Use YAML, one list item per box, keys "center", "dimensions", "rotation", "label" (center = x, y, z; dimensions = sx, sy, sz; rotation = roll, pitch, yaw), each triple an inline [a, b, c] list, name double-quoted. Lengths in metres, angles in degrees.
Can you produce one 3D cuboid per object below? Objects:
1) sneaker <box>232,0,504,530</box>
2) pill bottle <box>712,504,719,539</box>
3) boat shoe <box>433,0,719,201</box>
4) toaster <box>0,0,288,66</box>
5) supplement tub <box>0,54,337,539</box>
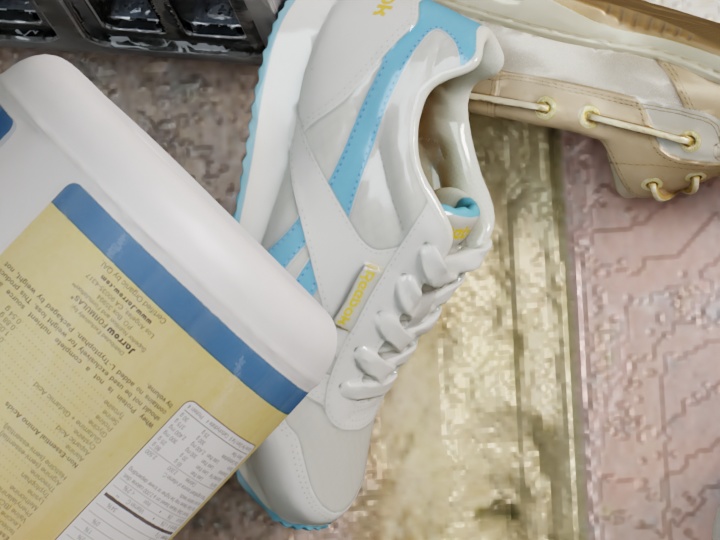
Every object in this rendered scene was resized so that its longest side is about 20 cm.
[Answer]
- center: [0.000, 0.000, 0.843]
  dimensions: [0.080, 0.076, 0.201]
  rotation: [12, 102, 25]
  label: "sneaker"
- center: [0.196, 0.089, 0.807]
  dimensions: [0.200, 0.112, 0.112]
  rotation: [-43, 77, -1]
  label: "pill bottle"
- center: [0.108, -0.061, 0.873]
  dimensions: [0.199, 0.074, 0.070]
  rotation: [20, 106, 10]
  label: "boat shoe"
- center: [-0.104, -0.155, 0.848]
  dimensions: [0.180, 0.200, 0.119]
  rotation: [4, 76, 8]
  label: "toaster"
- center: [-0.121, 0.046, 0.758]
  dimensions: [0.145, 0.145, 0.200]
  rotation: [44, 90, 13]
  label: "supplement tub"
